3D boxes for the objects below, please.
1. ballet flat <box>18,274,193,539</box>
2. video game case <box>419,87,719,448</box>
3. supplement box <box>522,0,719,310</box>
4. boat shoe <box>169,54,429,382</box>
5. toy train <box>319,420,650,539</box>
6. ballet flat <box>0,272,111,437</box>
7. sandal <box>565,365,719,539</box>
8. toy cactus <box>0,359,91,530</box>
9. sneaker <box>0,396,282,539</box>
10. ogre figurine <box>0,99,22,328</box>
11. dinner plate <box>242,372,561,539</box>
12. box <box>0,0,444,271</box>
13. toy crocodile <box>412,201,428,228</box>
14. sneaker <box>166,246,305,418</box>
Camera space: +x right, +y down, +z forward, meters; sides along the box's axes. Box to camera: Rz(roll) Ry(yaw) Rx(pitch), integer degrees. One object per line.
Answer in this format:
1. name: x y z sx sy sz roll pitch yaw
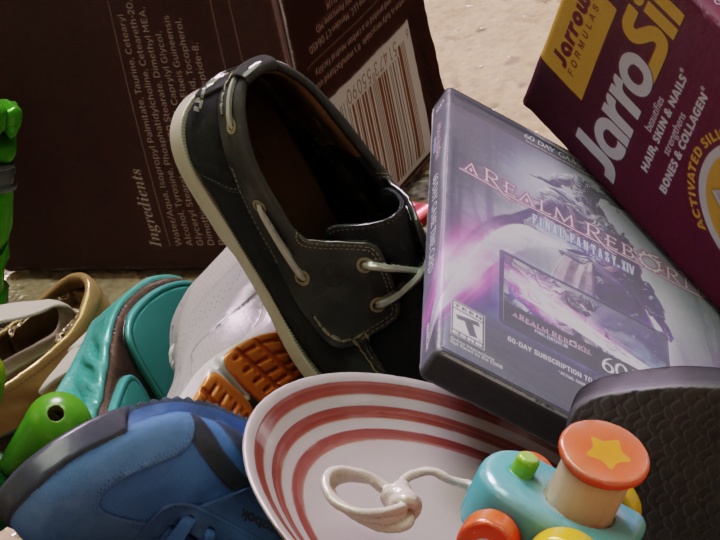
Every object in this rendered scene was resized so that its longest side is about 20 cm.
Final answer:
1. ballet flat: -0.115 0.061 1.287 0.070 0.068 0.200 -19 20 17
2. video game case: 0.091 0.011 1.202 0.143 0.019 0.200 27 32 -14
3. supplement box: 0.180 -0.064 1.227 0.103 0.131 0.200 -27 62 -31
4. boat shoe: 0.000 0.000 1.208 0.072 0.200 0.068 -40 6 -36
5. toy train: 0.079 0.110 0.989 0.150 0.056 0.200 5 31 -38
6. ballet flat: -0.194 0.059 1.327 0.200 0.063 0.069 -29 29 -32
7. sandal: 0.174 0.070 1.102 0.199 0.076 0.043 4 27 -5
8. toy cactus: -0.161 0.098 1.165 0.165 0.200 0.102 -41 -27 23
9. sneaker: -0.051 0.098 1.068 0.066 0.079 0.200 -40 -26 20
10. ogre figurine: -0.251 -0.001 1.417 0.200 0.120 0.098 -28 24 -34
11. dinner plate: 0.047 0.103 1.068 0.199 0.024 0.200 20 24 -9
12. box: -0.083 -0.107 1.510 0.199 0.165 0.166 -1 27 25
13. toy crocodile: 0.028 -0.004 1.329 0.067 0.062 0.200 -40 25 -25
14. sneaker: -0.053 0.048 1.260 0.092 0.076 0.200 -17 31 43
